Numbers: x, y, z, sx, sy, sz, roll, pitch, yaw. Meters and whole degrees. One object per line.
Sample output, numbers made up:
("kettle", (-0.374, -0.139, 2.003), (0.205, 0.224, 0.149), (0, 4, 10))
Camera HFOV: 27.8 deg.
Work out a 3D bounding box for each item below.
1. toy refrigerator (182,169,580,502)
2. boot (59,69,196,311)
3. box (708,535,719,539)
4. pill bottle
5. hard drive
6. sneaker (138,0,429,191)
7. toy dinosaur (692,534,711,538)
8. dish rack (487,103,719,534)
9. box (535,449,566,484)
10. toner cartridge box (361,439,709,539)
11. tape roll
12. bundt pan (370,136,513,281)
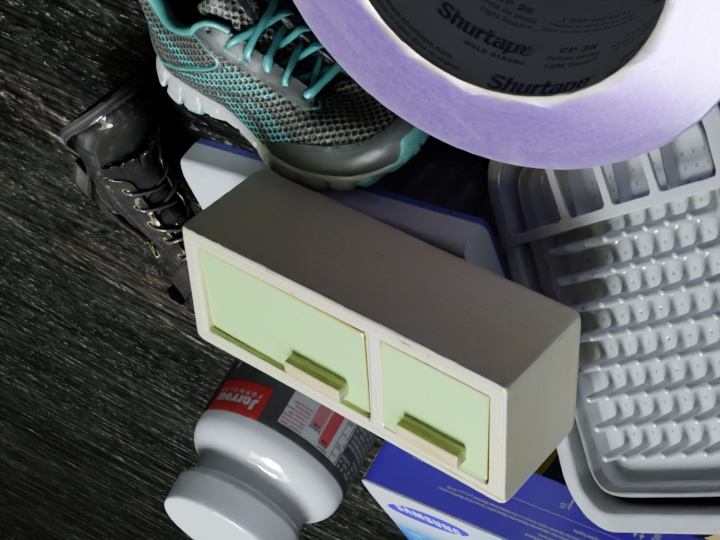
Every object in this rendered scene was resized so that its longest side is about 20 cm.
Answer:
("toy refrigerator", (0.005, 0.029, 0.717), (0.199, 0.070, 0.076), (26, 137, 30))
("boot", (-0.118, -0.031, 0.967), (0.174, 0.069, 0.200), (50, 165, 6))
("box", (0.244, 0.163, 0.926), (0.163, 0.021, 0.199), (6, 166, 46))
("pill bottle", (-0.045, 0.102, 1.016), (0.115, 0.201, 0.116), (24, 153, 13))
("hard drive", (0.000, 0.000, 0.803), (0.199, 0.025, 0.132), (19, 148, 37))
("sneaker", (-0.050, -0.110, 0.761), (0.199, 0.078, 0.091), (26, 157, 33))
("toy dinosaur", (0.168, 0.073, 0.717), (0.199, 0.058, 0.102), (-22, 97, 52))
("dish rack", (0.138, 0.017, 0.666), (0.171, 0.043, 0.202), (-17, 87, 60))
("box", (0.101, 0.099, 0.918), (0.064, 0.070, 0.200), (40, 177, -18))
("toner cartridge box", (0.103, 0.150, 0.783), (0.199, 0.043, 0.095), (17, 153, 38))
("tape roll", (0.066, -0.143, 0.544), (0.198, 0.085, 0.201), (20, 139, 18))
("bundt pan", (0.035, -0.009, 0.865), (0.201, 0.076, 0.203), (29, 153, 16))
